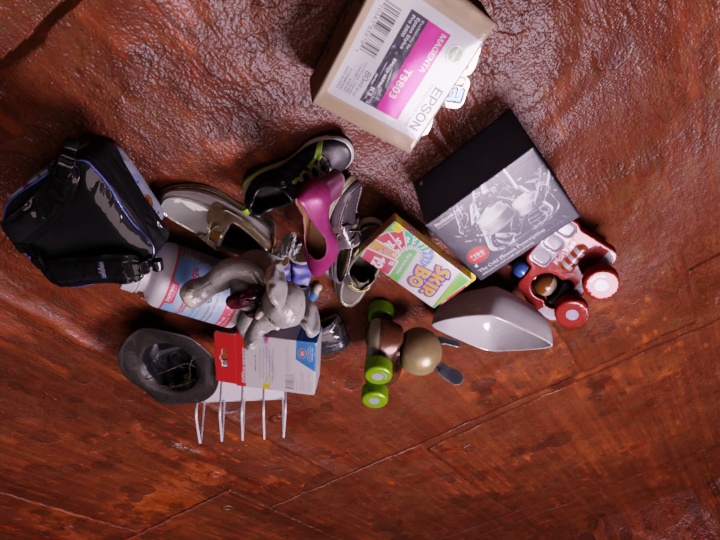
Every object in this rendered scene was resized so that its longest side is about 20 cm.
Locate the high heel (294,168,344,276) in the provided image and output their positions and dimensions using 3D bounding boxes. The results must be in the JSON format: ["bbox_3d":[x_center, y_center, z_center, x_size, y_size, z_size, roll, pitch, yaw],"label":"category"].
[{"bbox_3d":[-0.079,-0.056,0.822,0.066,0.096,0.204,30,134,23],"label":"high heel"}]

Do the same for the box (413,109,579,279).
[{"bbox_3d":[0.219,-0.114,0.883,0.198,0.106,0.181,-35,130,23],"label":"box"}]

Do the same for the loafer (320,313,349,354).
[{"bbox_3d":[-0.122,0.135,1.098,0.194,0.073,0.074,-15,122,-2],"label":"loafer"}]

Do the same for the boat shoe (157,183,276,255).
[{"bbox_3d":[-0.224,-0.075,0.861,0.195,0.070,0.075,16,130,-25],"label":"boat shoe"}]

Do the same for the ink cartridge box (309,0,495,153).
[{"bbox_3d":[0.047,-0.278,0.690,0.161,0.076,0.202,19,125,-24],"label":"ink cartridge box"}]

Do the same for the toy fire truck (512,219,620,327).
[{"bbox_3d":[0.388,0.000,1.043,0.165,0.113,0.202,30,127,-4],"label":"toy fire truck"}]

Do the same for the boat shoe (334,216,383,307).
[{"bbox_3d":[-0.003,0.000,0.984,0.070,0.061,0.205,6,133,-16],"label":"boat shoe"}]

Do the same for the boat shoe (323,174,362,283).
[{"bbox_3d":[-0.026,-0.062,0.894,0.064,0.072,0.203,35,131,15],"label":"boat shoe"}]

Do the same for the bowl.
[{"bbox_3d":[0.261,0.096,1.080,0.196,0.077,0.198,23,158,-26],"label":"bowl"}]

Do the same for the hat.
[{"bbox_3d":[-0.364,0.168,1.060,0.193,0.082,0.206,1,124,1],"label":"hat"}]

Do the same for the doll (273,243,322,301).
[{"bbox_3d":[-0.134,0.037,1.004,0.132,0.049,0.203,-9,142,-14],"label":"doll"}]

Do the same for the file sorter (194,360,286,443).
[{"bbox_3d":[-0.255,0.288,1.176,0.193,0.127,0.141,0,136,-11],"label":"file sorter"}]

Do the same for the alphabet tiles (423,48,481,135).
[{"bbox_3d":[0.065,-0.284,0.749,0.193,0.015,0.199,2,131,-13],"label":"alphabet tiles"}]

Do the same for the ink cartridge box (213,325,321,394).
[{"bbox_3d":[-0.175,0.160,1.034,0.193,0.068,0.120,7,114,3],"label":"ink cartridge box"}]

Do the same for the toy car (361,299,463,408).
[{"bbox_3d":[0.105,0.171,1.074,0.193,0.167,0.161,5,136,0],"label":"toy car"}]

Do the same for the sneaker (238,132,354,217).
[{"bbox_3d":[-0.094,-0.132,0.819,0.195,0.084,0.072,-24,135,13],"label":"sneaker"}]

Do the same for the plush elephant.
[{"bbox_3d":[-0.144,0.049,0.824,0.199,0.155,0.165,-41,131,1],"label":"plush elephant"}]

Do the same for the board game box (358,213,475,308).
[{"bbox_3d":[0.099,-0.008,0.911,0.197,0.031,0.095,32,128,-25],"label":"board game box"}]

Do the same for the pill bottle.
[{"bbox_3d":[-0.293,0.019,0.912,0.196,0.111,0.109,20,129,-28],"label":"pill bottle"}]

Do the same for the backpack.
[{"bbox_3d":[-0.389,-0.076,0.764,0.186,0.155,0.204,-21,115,10],"label":"backpack"}]
